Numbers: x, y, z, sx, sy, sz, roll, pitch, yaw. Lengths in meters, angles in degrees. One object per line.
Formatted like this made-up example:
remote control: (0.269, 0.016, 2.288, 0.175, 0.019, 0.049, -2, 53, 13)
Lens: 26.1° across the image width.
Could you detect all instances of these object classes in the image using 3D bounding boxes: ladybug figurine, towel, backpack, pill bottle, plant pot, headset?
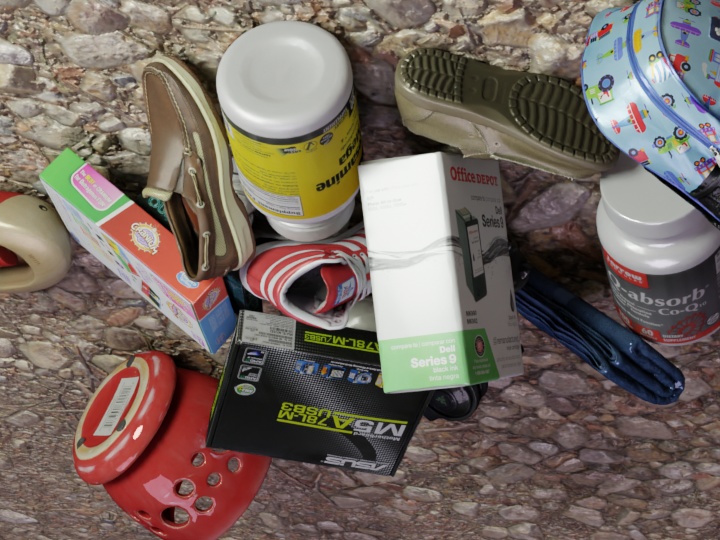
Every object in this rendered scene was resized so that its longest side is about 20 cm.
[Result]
ladybug figurine: (-0.381, -0.033, 1.601, 0.199, 0.072, 0.136, -3, 145, 28)
towel: (0.222, 0.063, 1.508, 0.112, 0.049, 0.200, 34, -178, -37)
backpack: (0.268, -0.135, 1.145, 0.200, 0.183, 0.135, 32, 137, -13)
pill bottle: (0.271, -0.027, 1.379, 0.116, 0.116, 0.200, -1, 149, 17)
pill bottle: (-0.054, -0.112, 1.334, 0.112, 0.113, 0.200, 5, 151, 8)
plant pot: (-0.232, 0.207, 1.860, 0.182, 0.201, 0.200, 36, 142, -26)
headset: (0.101, 0.081, 1.542, 0.094, 0.124, 0.200, 42, 160, -1)

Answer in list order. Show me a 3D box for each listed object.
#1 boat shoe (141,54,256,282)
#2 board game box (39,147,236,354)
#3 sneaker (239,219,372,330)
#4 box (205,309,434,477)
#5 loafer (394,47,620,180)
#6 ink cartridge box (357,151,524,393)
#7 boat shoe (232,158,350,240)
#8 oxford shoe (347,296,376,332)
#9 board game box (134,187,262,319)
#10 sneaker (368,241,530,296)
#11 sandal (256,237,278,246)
boat shoe: (-0.155, -0.084, 1.356, 0.075, 0.075, 0.203, 2, 117, 53)
board game box: (-0.211, -0.016, 1.497, 0.200, 0.040, 0.153, 39, 165, 14)
sneaker: (0.000, 0.000, 1.412, 0.199, 0.071, 0.112, -13, -161, -18)
box: (-0.039, 0.123, 1.513, 0.199, 0.048, 0.193, 11, 139, -9)
loafer: (0.120, -0.127, 1.301, 0.200, 0.076, 0.067, 22, 150, -2)
ink cartridge box: (0.072, 0.001, 1.362, 0.084, 0.201, 0.146, -8, 178, 25)
boat shoe: (-0.107, -0.059, 1.486, 0.199, 0.066, 0.072, 9, 151, 2)
oxford shoe: (-0.045, 0.075, 1.529, 0.200, 0.075, 0.058, -14, -178, 31)
board game box: (-0.156, -0.004, 1.541, 0.135, 0.028, 0.200, 36, 165, 8)
sneaker: (0.067, 0.001, 1.538, 0.200, 0.071, 0.098, 1, 159, 5)
sandal: (-0.060, 0.016, 1.559, 0.200, 0.075, 0.048, 24, 118, -42)
